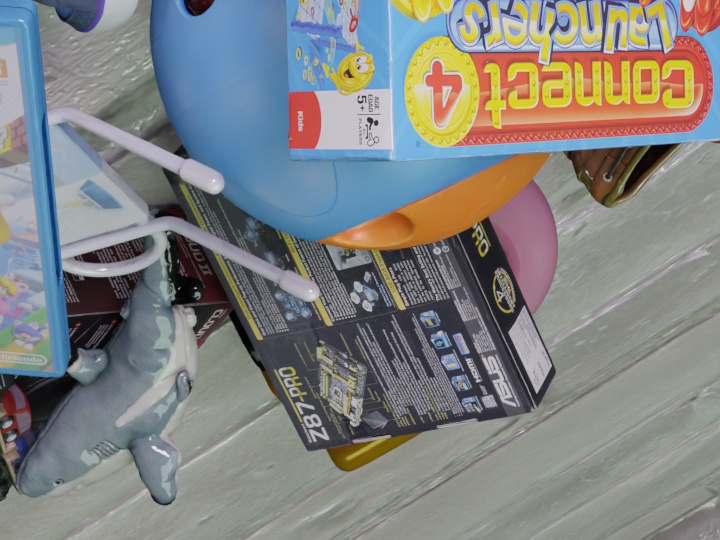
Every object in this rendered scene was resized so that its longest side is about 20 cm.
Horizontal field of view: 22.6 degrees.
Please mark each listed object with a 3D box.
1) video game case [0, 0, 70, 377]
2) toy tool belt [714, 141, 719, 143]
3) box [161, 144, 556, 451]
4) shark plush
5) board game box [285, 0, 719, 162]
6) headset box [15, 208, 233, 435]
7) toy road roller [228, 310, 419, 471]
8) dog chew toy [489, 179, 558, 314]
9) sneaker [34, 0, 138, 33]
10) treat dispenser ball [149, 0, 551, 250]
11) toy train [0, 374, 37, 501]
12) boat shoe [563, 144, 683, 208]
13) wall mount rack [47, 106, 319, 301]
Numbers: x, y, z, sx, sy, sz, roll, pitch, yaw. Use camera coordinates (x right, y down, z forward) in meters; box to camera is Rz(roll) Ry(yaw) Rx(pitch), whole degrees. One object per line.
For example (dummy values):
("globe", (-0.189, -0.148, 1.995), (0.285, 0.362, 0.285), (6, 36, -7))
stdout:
("video game case", (-0.200, -0.033, 0.759), (0.142, 0.018, 0.201), (5, 134, 2))
("toy tool belt", (0.260, -0.169, 1.069), (0.123, 0.124, 0.201), (-3, 113, -61))
("box", (0.000, 0.000, 1.018), (0.161, 0.201, 0.049), (-15, -158, 30))
("shark plush", (-0.132, 0.058, 1.005), (0.083, 0.091, 0.200), (4, 140, -25))
("board game box", (0.060, -0.144, 0.693), (0.199, 0.197, 0.056), (-8, -172, -43))
("headset box", (-0.182, 0.036, 1.091), (0.199, 0.077, 0.149), (-6, 150, -46))
("toy road roller", (-0.003, 0.074, 1.299), (0.123, 0.146, 0.200), (-28, 159, 2))
("dog chew toy", (0.055, -0.028, 1.135), (0.124, 0.125, 0.200), (-31, -165, 6))
("sneaker", (-0.164, -0.151, 0.705), (0.146, 0.081, 0.200), (-14, 159, -14))
("treat dispenser ball", (0.005, -0.110, 0.821), (0.200, 0.201, 0.201), (-24, 158, -10))
("toy train", (-0.209, 0.082, 1.020), (0.046, 0.034, 0.200), (-34, 159, -19))
("boat shoe", (0.228, -0.122, 1.249), (0.072, 0.068, 0.200), (1, 143, -49))
("wall mount rack", (-0.123, -0.022, 0.846), (0.173, 0.075, 0.200), (-15, 152, 15))
